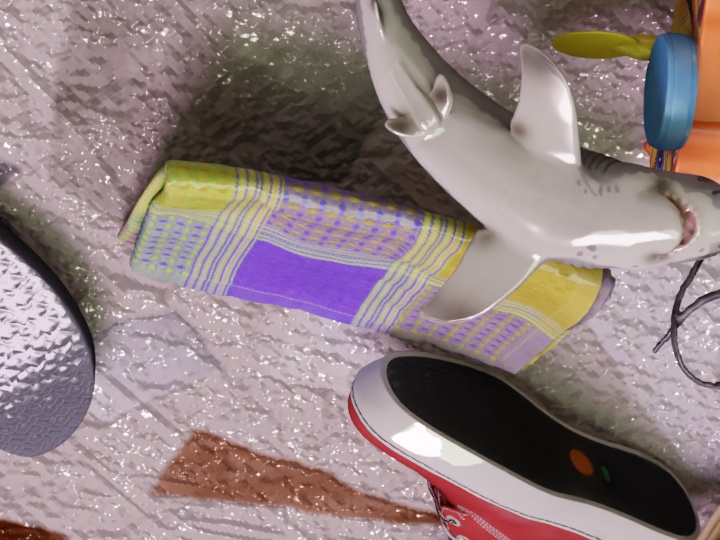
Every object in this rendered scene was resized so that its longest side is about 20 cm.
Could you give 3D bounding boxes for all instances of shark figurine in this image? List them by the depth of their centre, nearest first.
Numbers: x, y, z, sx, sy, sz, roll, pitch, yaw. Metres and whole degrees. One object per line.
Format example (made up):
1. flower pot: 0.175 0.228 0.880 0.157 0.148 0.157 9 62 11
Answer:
1. shark figurine: 0.046 -0.072 0.873 0.128 0.089 0.215 -37 92 20

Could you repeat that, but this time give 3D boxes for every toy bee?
1. toy bee: 0.138 -0.070 0.914 0.130 0.109 0.201 25 97 -9

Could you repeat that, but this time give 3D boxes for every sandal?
1. sandal: -0.182 -0.005 0.987 0.076 0.043 0.201 -27 113 9

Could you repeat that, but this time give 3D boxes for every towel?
1. towel: 0.000 0.000 0.950 0.199 0.023 0.144 15 162 -12

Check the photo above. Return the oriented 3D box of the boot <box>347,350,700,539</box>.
1. boot: 0.046 0.124 1.055 0.200 0.073 0.144 29 123 -30

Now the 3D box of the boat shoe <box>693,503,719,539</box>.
1. boat shoe: 0.207 0.102 1.019 0.069 0.074 0.201 26 101 -26
